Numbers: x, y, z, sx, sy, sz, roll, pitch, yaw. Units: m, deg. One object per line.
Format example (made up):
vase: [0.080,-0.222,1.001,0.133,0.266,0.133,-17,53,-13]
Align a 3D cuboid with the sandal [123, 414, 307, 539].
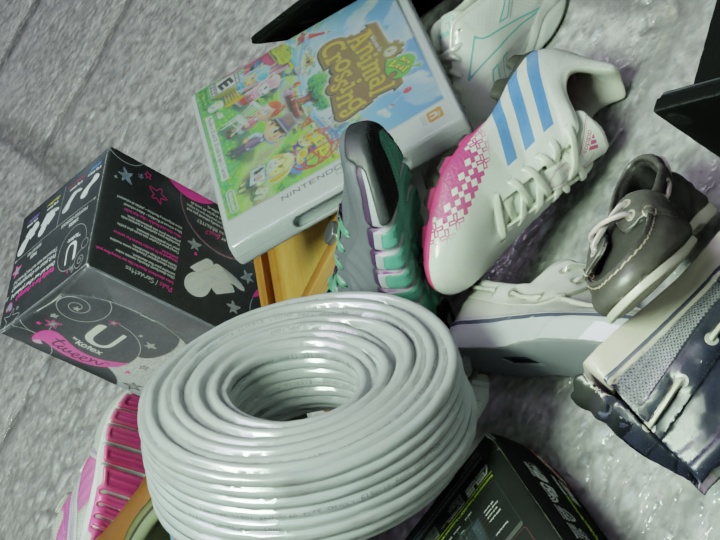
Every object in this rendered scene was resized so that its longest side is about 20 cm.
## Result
sandal: [-0.096,0.163,1.148,0.201,0.080,0.057,-56,51,32]

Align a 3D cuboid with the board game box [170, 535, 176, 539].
board game box: [-0.068,0.238,1.051,0.196,0.056,0.200,-117,19,-56]

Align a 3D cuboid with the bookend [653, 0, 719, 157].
bookend: [0.262,-0.120,0.825,0.092,0.199,0.200,-11,54,56]

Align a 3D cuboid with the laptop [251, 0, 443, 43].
laptop: [0.021,-0.273,1.322,0.200,0.187,0.116,-30,80,43]

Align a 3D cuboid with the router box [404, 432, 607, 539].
router box: [0.062,0.213,0.980,0.200,0.062,0.150,-54,28,12]

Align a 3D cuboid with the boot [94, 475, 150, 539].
boot: [-0.133,0.160,1.266,0.155,0.074,0.200,-56,8,22]

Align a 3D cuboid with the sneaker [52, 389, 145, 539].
sneaker: [-0.204,0.186,1.401,0.088,0.081,0.200,-17,49,49]

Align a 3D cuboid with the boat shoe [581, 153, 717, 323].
boat shoe: [0.149,-0.022,0.955,0.067,0.057,0.200,-46,-4,21]

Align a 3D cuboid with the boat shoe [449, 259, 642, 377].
boat shoe: [0.123,0.025,1.052,0.200,0.071,0.070,-7,61,63]

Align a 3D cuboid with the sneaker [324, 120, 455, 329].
sneaker: [0.000,0.000,1.122,0.087,0.200,0.074,-8,31,18]

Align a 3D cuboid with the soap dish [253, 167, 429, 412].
soap dish: [-0.018,-0.020,1.260,0.200,0.081,0.158,-104,35,-50]

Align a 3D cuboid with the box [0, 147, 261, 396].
box: [-0.155,0.020,1.350,0.132,0.200,0.115,-33,39,40]

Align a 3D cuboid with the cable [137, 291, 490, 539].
cable: [-0.031,0.087,1.016,0.199,0.069,0.200,-3,29,13]

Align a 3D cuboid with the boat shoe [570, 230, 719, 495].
boat shoe: [0.212,0.029,0.920,0.200,0.075,0.093,-44,68,-3]

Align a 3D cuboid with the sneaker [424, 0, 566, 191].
sneaker: [0.078,-0.140,1.255,0.070,0.080,0.201,-1,65,55]

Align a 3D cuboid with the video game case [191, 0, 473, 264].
video game case: [-0.027,-0.111,1.231,0.182,0.022,0.200,-29,38,8]

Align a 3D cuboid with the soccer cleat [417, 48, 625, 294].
soccer cleat: [0.107,-0.068,1.123,0.086,0.070,0.200,10,57,31]
